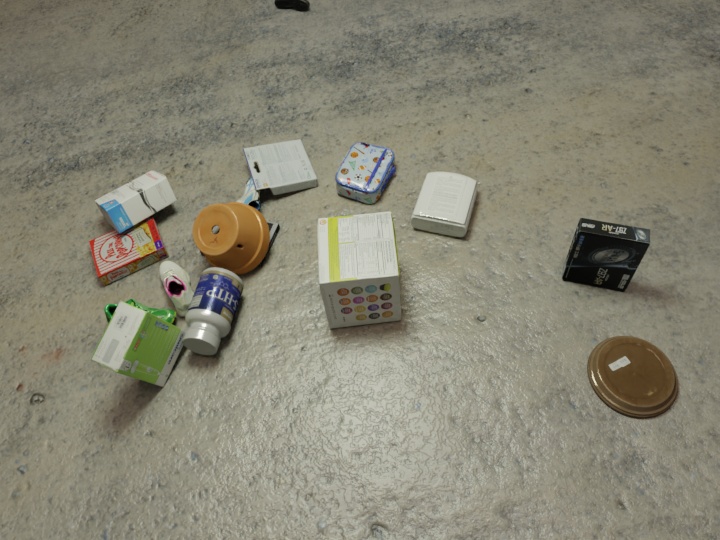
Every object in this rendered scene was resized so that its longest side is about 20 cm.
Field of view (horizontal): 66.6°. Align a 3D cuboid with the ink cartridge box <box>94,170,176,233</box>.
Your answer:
[{"bbox_3d":[-0.679,-0.212,1.662,0.199,0.085,0.144,-36,36,-23],"label":"ink cartridge box"}]

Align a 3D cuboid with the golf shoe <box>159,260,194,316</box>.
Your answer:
[{"bbox_3d":[-0.507,0.031,1.503,0.075,0.092,0.200,-32,56,-14],"label":"golf shoe"}]

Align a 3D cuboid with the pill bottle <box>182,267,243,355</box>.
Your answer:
[{"bbox_3d":[-0.383,0.107,1.415,0.117,0.121,0.203,4,56,10],"label":"pill bottle"}]

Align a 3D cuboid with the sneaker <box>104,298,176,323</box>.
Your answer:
[{"bbox_3d":[-0.588,0.123,1.451,0.195,0.084,0.075,0,54,6],"label":"sneaker"}]

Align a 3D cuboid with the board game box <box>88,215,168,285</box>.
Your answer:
[{"bbox_3d":[-0.684,-0.064,1.617,0.197,0.047,0.152,-27,56,-12],"label":"board game box"}]

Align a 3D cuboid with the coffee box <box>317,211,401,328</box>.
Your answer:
[{"bbox_3d":[0.000,0.000,1.394,0.193,0.201,0.203,-6,53,2],"label":"coffee box"}]

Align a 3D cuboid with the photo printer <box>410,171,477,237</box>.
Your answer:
[{"bbox_3d":[0.247,-0.201,1.584,0.163,0.070,0.203,11,57,15],"label":"photo printer"}]

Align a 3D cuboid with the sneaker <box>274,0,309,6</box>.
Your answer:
[{"bbox_3d":[-0.291,-1.163,2.331,0.196,0.060,0.106,13,62,19],"label":"sneaker"}]

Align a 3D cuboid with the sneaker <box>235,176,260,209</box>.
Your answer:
[{"bbox_3d":[-0.328,-0.217,1.659,0.071,0.073,0.202,14,43,-2],"label":"sneaker"}]

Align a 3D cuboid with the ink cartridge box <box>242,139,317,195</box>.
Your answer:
[{"bbox_3d":[-0.256,-0.325,1.734,0.196,0.044,0.199,-13,55,-14],"label":"ink cartridge box"}]

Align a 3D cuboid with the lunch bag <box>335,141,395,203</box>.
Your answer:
[{"bbox_3d":[0.021,-0.305,1.685,0.157,0.076,0.202,18,60,16],"label":"lunch bag"}]

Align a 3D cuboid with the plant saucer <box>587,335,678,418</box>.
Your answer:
[{"bbox_3d":[0.626,0.236,1.257,0.195,0.030,0.204,-4,55,5],"label":"plant saucer"}]

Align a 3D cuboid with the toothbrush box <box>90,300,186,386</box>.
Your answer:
[{"bbox_3d":[-0.521,0.180,1.313,0.084,0.200,0.148,17,75,19],"label":"toothbrush box"}]

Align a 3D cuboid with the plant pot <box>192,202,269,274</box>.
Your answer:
[{"bbox_3d":[-0.364,-0.099,1.497,0.195,0.140,0.205,-2,81,13],"label":"plant pot"}]

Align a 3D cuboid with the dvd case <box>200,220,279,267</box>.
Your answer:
[{"bbox_3d":[-0.353,-0.093,1.611,0.196,0.025,0.152,11,58,15],"label":"dvd case"}]

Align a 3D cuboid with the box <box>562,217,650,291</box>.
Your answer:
[{"bbox_3d":[0.596,-0.035,1.345,0.157,0.202,0.044,12,56,14],"label":"box"}]
